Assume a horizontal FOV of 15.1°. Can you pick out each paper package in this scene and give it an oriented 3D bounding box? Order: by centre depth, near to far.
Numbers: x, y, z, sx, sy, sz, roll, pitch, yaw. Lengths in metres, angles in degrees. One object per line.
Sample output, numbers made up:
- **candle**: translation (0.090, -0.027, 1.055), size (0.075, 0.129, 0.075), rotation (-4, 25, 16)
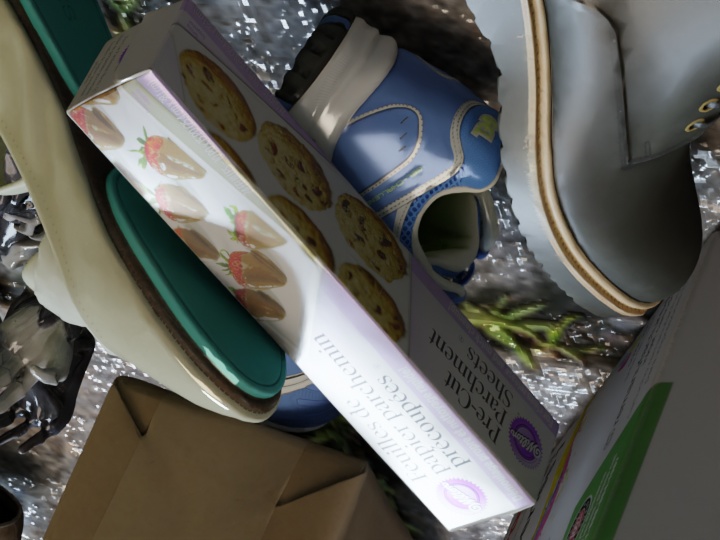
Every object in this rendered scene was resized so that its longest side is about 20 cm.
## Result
- **paper package**: translation (-0.059, 0.160, 1.028), size (0.103, 0.191, 0.200), rotation (19, 165, 15)

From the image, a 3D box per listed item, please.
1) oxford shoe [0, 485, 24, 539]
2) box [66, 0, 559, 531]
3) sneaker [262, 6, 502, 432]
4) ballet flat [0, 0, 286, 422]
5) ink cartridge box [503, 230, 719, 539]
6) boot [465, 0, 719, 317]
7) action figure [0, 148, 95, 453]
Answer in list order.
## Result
- **oxford shoe**: translation (-0.230, 0.068, 1.182), size (0.200, 0.073, 0.084), rotation (33, 118, -4)
- **box**: translation (-0.012, 0.001, 0.865), size (0.039, 0.041, 0.200), rotation (-23, 119, 36)
- **sneaker**: translation (0.000, 0.000, 0.932), size (0.077, 0.076, 0.200), rotation (25, 146, 9)
- **ballet flat**: translation (-0.090, -0.028, 0.890), size (0.200, 0.069, 0.069), rotation (63, 146, 15)
- **ink cartridge box**: translation (0.101, 0.105, 0.945), size (0.084, 0.145, 0.200), rotation (27, 145, -1)
- **boot**: translation (0.111, -0.061, 0.795), size (0.138, 0.078, 0.200), rotation (1, 139, 23)
- **action figure**: translation (-0.143, -0.003, 0.996), size (0.119, 0.102, 0.200), rotation (30, 148, 14)
